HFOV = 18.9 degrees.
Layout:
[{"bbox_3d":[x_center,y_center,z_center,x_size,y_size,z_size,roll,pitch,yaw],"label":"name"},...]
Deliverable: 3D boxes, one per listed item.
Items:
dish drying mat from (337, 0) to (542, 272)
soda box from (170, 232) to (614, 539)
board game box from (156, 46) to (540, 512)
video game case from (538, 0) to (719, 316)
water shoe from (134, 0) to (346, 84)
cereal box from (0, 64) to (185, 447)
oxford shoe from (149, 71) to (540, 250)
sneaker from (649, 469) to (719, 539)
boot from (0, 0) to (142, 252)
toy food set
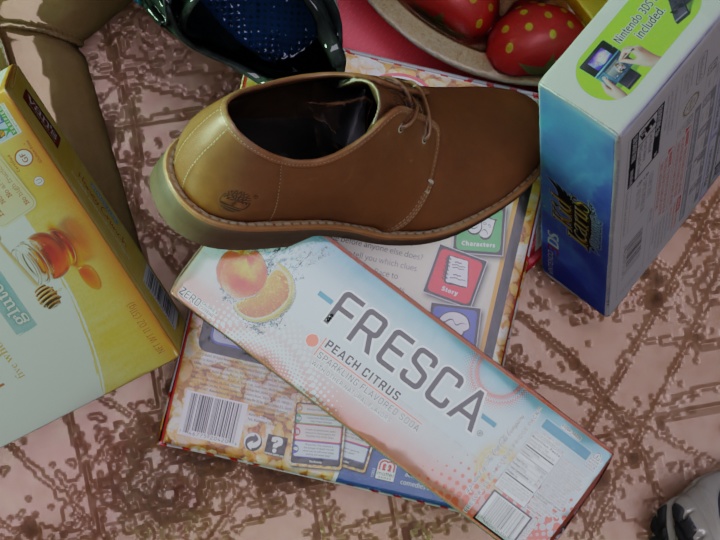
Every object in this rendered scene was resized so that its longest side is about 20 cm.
[{"bbox_3d":[0.039,-0.096,1.048,0.077,0.018,0.200,-42,94,-6],"label":"dish drying mat"},{"bbox_3d":[0.013,0.045,0.956,0.200,0.068,0.064,38,86,-3],"label":"soda box"},{"bbox_3d":[0.000,0.000,1.013,0.151,0.046,0.200,14,89,-4],"label":"board game box"},{"bbox_3d":[0.150,-0.092,0.964,0.045,0.200,0.181,37,75,17],"label":"video game case"},{"bbox_3d":[-0.080,-0.144,0.911,0.200,0.079,0.072,32,107,-29],"label":"water shoe"},{"bbox_3d":[-0.197,0.019,0.944,0.200,0.040,0.144,-28,112,11],"label":"cereal box"},{"bbox_3d":[0.012,-0.055,0.920,0.200,0.071,0.071,-11,63,-37],"label":"oxford shoe"},{"bbox_3d":[0.213,0.188,1.038,0.080,0.078,0.200,-22,91,-17],"label":"sneaker"},{"bbox_3d":[-0.124,-0.067,1.003,0.175,0.066,0.200,-13,89,3],"label":"boot"},{"bbox_3d":[0.078,-0.182,1.020,0.198,0.049,0.200,-33,79,-20],"label":"toy food set"}]
